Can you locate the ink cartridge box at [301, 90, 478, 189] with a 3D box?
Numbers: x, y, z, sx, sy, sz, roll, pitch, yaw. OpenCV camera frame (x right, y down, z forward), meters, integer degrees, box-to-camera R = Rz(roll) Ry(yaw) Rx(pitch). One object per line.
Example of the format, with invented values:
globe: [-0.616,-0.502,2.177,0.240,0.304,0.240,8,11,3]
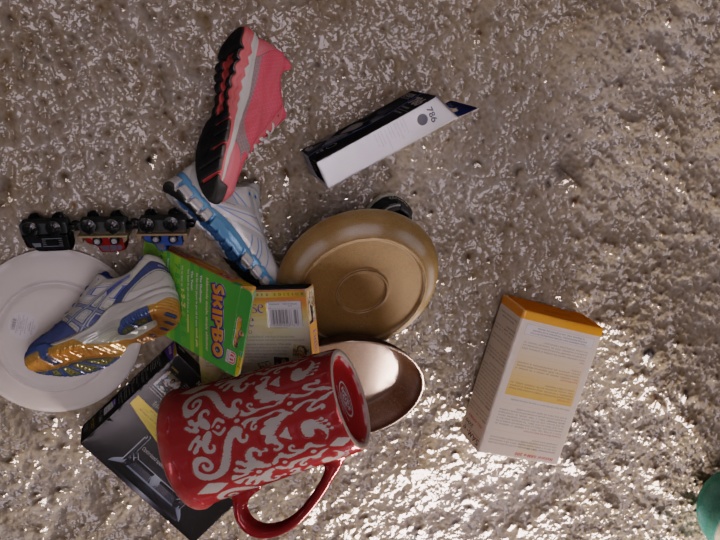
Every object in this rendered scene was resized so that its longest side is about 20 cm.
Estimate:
ink cartridge box: [0.031,-0.164,1.032,0.198,0.099,0.040,-28,109,-7]

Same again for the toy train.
toy train: [-0.282,-0.042,0.994,0.197,0.034,0.046,-2,118,2]

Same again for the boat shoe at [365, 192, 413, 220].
boat shoe: [0.000,0.000,1.087,0.071,0.068,0.201,28,99,-24]

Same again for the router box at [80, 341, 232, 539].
router box: [-0.218,0.213,1.094,0.157,0.052,0.200,-41,111,-2]

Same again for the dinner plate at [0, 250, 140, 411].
dinner plate: [-0.356,0.075,1.034,0.197,0.024,0.203,-4,105,-14]

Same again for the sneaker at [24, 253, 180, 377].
sneaker: [-0.292,0.052,1.003,0.198,0.089,0.075,-23,152,10]

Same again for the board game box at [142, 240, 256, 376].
board game box: [-0.184,0.039,0.987,0.030,0.199,0.097,-2,108,-46]

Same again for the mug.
mug: [-0.090,0.179,0.960,0.198,0.134,0.179,-20,125,14]

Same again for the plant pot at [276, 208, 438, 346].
plant pot: [0.000,0.019,1.043,0.197,0.028,0.202,-8,129,-9]

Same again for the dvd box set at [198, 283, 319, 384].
dvd box set: [-0.116,0.117,1.022,0.144,0.029,0.203,-2,101,16]

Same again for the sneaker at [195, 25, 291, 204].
sneaker: [-0.121,-0.166,0.982,0.086,0.073,0.203,18,77,-32]

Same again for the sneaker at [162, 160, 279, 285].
sneaker: [-0.135,-0.054,1.036,0.087,0.075,0.201,-49,121,-20]

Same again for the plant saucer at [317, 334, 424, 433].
plant saucer: [-0.021,0.139,1.100,0.197,0.037,0.202,-5,136,-5]

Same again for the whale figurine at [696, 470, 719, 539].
whale figurine: [0.580,0.367,1.346,0.199,0.104,0.160,31,95,-45]

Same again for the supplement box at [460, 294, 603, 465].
supplement box: [0.227,0.147,1.186,0.124,0.074,0.203,13,101,-18]
